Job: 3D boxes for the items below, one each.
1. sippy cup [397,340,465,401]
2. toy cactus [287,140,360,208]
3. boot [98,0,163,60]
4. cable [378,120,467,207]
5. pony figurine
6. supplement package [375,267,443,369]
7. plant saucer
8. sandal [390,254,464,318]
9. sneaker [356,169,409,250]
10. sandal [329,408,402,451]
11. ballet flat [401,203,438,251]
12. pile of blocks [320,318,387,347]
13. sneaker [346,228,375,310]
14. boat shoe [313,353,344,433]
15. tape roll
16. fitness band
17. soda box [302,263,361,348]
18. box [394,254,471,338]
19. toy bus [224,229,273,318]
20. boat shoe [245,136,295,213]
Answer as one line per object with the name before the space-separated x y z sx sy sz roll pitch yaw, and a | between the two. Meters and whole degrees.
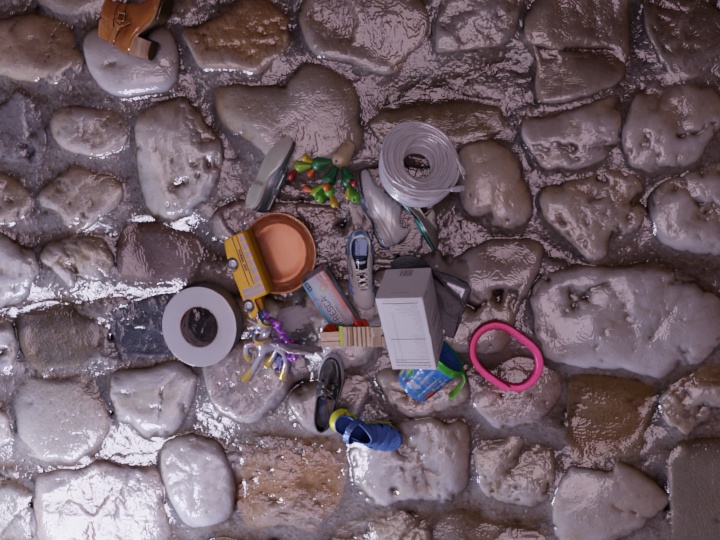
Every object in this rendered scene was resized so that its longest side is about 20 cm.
sippy cup | 0.164 0.245 1.686 0.131 0.139 0.179 -49 67 19
toy cactus | -0.071 -0.243 1.655 0.197 0.102 0.167 26 78 30
boot | -0.551 -0.632 1.668 0.152 0.074 0.204 24 97 6
cable | 0.138 -0.252 1.620 0.195 0.069 0.205 -15 79 -12
pony figurine | -0.201 0.181 1.695 0.188 0.168 0.204 2 127 -23
supplement package | 0.114 0.111 1.540 0.111 0.110 0.204 -1 124 19
plant saucer | -0.204 -0.044 1.726 0.194 0.037 0.206 1 98 6
sandal | 0.157 0.034 1.578 0.198 0.048 0.076 36 99 0
sneaker | 0.050 -0.156 1.679 0.086 0.074 0.204 -26 97 -9
sandal | 0.017 0.417 1.725 0.195 0.087 0.081 17 97 -16
ballet flat | 0.146 -0.144 1.664 0.063 0.067 0.202 -36 93 2
pile of blocks | -0.010 0.146 1.632 0.195 0.082 0.064 -2 92 28
sneaker | 0.000 0.000 1.694 0.070 0.073 0.206 -5 98 4
boat shoe | -0.083 0.316 1.749 0.067 0.057 0.206 8 98 5
tape roll | -0.403 0.138 1.755 0.194 0.066 0.207 1 97 5
fitness band | 0.360 0.214 1.703 0.198 0.037 0.145 35 99 -1
soda box | -0.064 0.088 1.697 0.067 0.064 0.202 -30 104 8
box | 0.156 0.059 1.664 0.195 0.115 0.135 21 98 2
toy bus | -0.272 0.008 1.689 0.076 0.065 0.205 -20 95 6
boat shoe | -0.213 -0.235 1.700 0.061 0.072 0.203 27 94 -42
